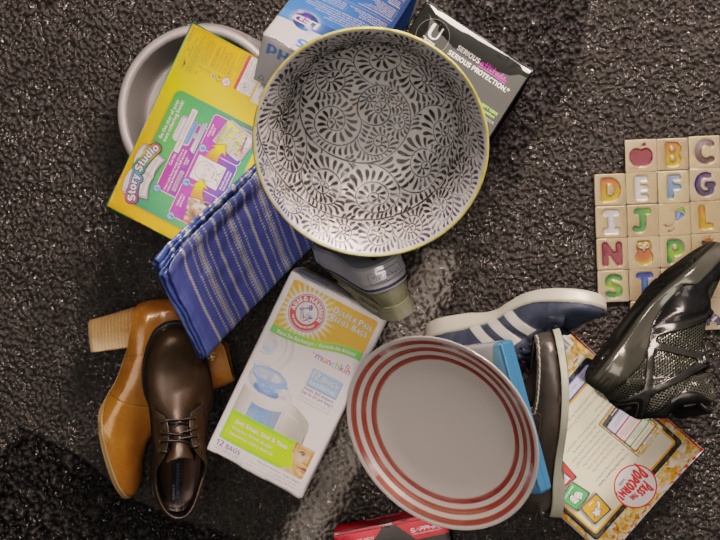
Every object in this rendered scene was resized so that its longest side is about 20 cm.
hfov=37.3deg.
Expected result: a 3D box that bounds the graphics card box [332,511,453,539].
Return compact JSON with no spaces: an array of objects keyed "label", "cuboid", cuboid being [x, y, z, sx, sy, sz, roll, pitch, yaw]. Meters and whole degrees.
[{"label":"graphics card box","cuboid":[0.051,0.357,1.121,0.124,0.051,0.203,-12,90,3]}]

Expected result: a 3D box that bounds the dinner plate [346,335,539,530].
[{"label":"dinner plate","cuboid":[0.077,0.152,1.010,0.198,0.024,0.203,13,116,27]}]

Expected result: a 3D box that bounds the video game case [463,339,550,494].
[{"label":"video game case","cuboid":[0.094,0.148,1.057,0.018,0.199,0.145,-16,91,-38]}]

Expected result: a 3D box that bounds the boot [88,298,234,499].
[{"label":"boot","cuboid":[-0.202,0.132,1.121,0.142,0.071,0.204,-8,93,0]}]

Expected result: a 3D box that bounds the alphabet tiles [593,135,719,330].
[{"label":"alphabet tiles","cuboid":[0.328,-0.037,1.115,0.164,0.006,0.203,-2,91,4]}]

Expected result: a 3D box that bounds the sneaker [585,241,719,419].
[{"label":"sneaker","cuboid":[0.323,0.069,1.068,0.114,0.076,0.200,41,74,-4]}]

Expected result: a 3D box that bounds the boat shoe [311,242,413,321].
[{"label":"boat shoe","cuboid":[0.000,0.000,1.046,0.071,0.200,0.063,-21,108,-7]}]

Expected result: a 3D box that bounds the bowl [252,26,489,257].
[{"label":"bowl","cuboid":[0.010,-0.122,0.926,0.198,0.095,0.203,1,116,2]}]

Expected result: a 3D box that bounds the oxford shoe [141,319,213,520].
[{"label":"oxford shoe","cuboid":[-0.177,0.151,1.063,0.072,0.084,0.203,-5,102,-15]}]

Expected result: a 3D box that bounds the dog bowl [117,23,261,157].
[{"label":"dog bowl","cuboid":[-0.162,-0.162,1.115,0.197,0.059,0.203,0,91,3]}]

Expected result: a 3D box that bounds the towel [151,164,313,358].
[{"label":"towel","cuboid":[-0.110,-0.022,1.045,0.024,0.146,0.200,26,59,33]}]

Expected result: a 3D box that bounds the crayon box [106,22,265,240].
[{"label":"crayon box","cuboid":[-0.153,-0.125,1.057,0.118,0.058,0.202,27,93,3]}]

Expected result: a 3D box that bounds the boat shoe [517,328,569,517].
[{"label":"boat shoe","cuboid":[0.168,0.151,1.028,0.060,0.072,0.204,0,114,6]}]

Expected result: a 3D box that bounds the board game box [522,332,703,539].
[{"label":"board game box","cuboid":[0.227,0.172,1.107,0.200,0.046,0.152,42,93,2]}]

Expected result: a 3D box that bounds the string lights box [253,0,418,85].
[{"label":"string lights box","cuboid":[-0.016,-0.242,1.043,0.102,0.059,0.201,26,49,3]}]

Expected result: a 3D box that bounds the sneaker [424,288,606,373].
[{"label":"sneaker","cuboid":[0.155,0.078,1.061,0.198,0.075,0.086,-20,62,34]}]

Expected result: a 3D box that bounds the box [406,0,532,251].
[{"label":"box","cuboid":[0.063,-0.136,1.056,0.124,0.149,0.201,34,94,3]}]

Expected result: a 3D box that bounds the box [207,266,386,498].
[{"label":"box","cuboid":[-0.060,0.109,1.095,0.111,0.101,0.202,27,93,2]}]
